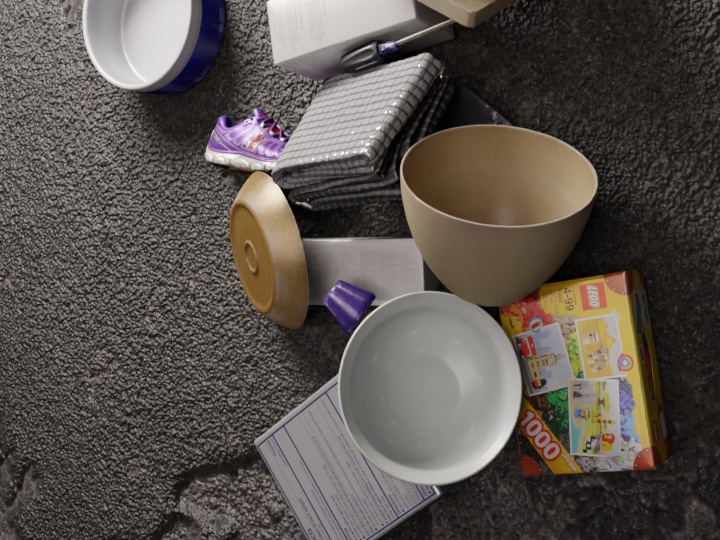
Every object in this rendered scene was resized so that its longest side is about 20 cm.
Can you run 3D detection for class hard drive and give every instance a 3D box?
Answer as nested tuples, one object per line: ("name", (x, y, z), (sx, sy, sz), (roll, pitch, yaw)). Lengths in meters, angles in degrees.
("hard drive", (0.139, -0.113, 1.115), (0.200, 0.042, 0.136), (45, 112, 21))

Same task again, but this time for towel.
("towel", (0.007, -0.155, 1.105), (0.198, 0.086, 0.167), (-3, 49, 48))

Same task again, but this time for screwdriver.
("screwdriver", (0.055, -0.253, 1.069), (0.198, 0.028, 0.029), (-7, 130, 39))

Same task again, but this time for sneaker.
("sneaker", (-0.120, -0.164, 1.245), (0.197, 0.080, 0.085), (13, 93, 29))

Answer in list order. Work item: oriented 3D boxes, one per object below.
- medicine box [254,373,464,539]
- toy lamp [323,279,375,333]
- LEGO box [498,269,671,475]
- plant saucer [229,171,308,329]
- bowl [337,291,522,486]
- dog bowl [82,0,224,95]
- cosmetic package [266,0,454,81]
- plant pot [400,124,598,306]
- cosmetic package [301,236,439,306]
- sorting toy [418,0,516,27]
("medicine box", (0.001, 0.229, 1.174), (0.199, 0.102, 0.184), (-40, 73, 25))
("toy lamp", (0.043, 0.085, 1.136), (0.199, 0.058, 0.059), (38, 110, 4))
("LEGO box", (0.241, 0.111, 1.045), (0.147, 0.077, 0.204), (-10, 87, 30))
("plant saucer", (-0.123, -0.021, 1.211), (0.200, 0.035, 0.203), (43, 141, 50))
("bowl", (0.071, 0.130, 1.055), (0.197, 0.090, 0.205), (1, 79, -3))
("dog bowl", (-0.285, -0.346, 1.330), (0.197, 0.078, 0.204), (1, 93, 29))
("cosmetic package", (0.000, -0.297, 1.151), (0.197, 0.107, 0.086), (-12, 82, 28))
("plant pot", (0.137, -0.044, 1.003), (0.198, 0.200, 0.136), (22, 130, 27))
("cosmetic package", (0.000, 0.000, 1.195), (0.197, 0.050, 0.084), (1, 98, 30))
("sorting toy", (0.102, -0.366, 1.033), (0.199, 0.198, 0.070), (35, 141, 23))
